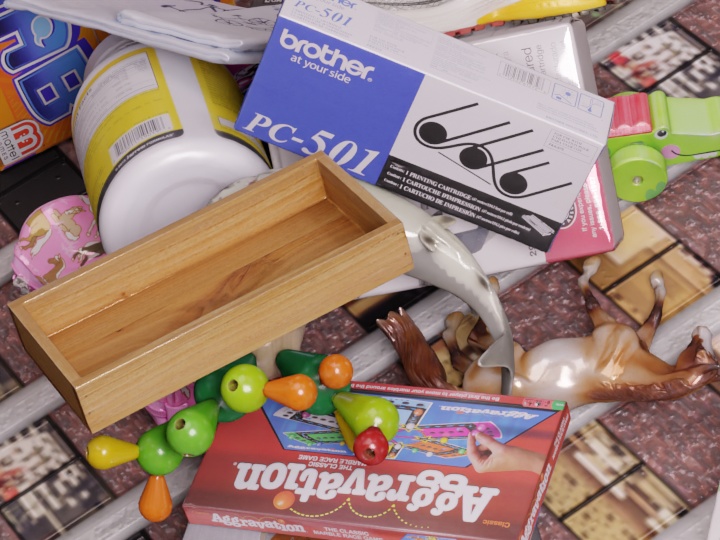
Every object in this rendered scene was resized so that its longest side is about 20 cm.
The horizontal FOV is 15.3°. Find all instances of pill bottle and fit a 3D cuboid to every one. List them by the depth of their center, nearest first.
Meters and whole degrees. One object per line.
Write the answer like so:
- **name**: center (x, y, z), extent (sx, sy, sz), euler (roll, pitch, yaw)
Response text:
- **pill bottle**: center (-0.120, -0.075, 1.668), extent (0.112, 0.112, 0.200), euler (-20, 33, -2)

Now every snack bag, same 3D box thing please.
- **snack bag**: center (-0.095, -0.160, 1.709), extent (0.200, 0.021, 0.188), euler (17, 16, 36)

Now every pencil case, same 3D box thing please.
- **pencil case**: center (-0.137, 0.030, 1.671), extent (0.087, 0.083, 0.200), euler (-52, 50, 1)

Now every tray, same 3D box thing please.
- **tray**: center (-0.081, 0.010, 1.462), extent (0.200, 0.037, 0.099), euler (-26, 36, -16)

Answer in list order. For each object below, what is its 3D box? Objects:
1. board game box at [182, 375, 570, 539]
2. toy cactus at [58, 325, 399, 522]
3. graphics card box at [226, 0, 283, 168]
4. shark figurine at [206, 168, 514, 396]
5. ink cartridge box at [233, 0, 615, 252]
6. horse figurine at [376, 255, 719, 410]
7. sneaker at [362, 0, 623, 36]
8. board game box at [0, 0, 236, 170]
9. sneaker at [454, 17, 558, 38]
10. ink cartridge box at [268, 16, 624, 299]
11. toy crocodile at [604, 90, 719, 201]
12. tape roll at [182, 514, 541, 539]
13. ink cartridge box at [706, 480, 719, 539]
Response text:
- **board game box**: center (0.009, 0.107, 1.499), extent (0.200, 0.019, 0.103), euler (4, 49, 22)
- **toy cactus**: center (-0.063, 0.065, 1.504), extent (0.200, 0.102, 0.165), euler (-2, 27, 21)
- **graphics card box**: center (-0.035, -0.110, 1.796), extent (0.125, 0.051, 0.200), euler (3, 47, 22)
- **shark figurine**: center (0.021, 0.003, 1.579), extent (0.214, 0.090, 0.128), euler (35, 45, 8)
- **ink cartridge box**: center (0.036, -0.089, 1.547), extent (0.200, 0.094, 0.044), euler (22, 43, -4)
- **horse figurine**: center (0.113, 0.049, 1.595), extent (0.200, 0.050, 0.133), euler (-10, 39, 6)
- **sneaker**: center (0.066, -0.194, 1.684), extent (0.200, 0.082, 0.078), euler (-11, 15, -4)
- **board game box**: center (-0.225, -0.235, 1.872), extent (0.200, 0.200, 0.200), euler (-26, 45, -8)
- **sneaker**: center (0.055, -0.169, 1.763), extent (0.080, 0.076, 0.200), euler (-29, 58, -34)
- **ink cartridge box**: center (0.049, -0.066, 1.647), extent (0.200, 0.146, 0.085), euler (-11, 4, 11)
- **toy crocodile**: center (0.136, -0.083, 1.706), extent (0.200, 0.062, 0.068), euler (-6, 46, 12)
- **tape roll**: center (0.002, 0.165, 1.505), extent (0.200, 0.066, 0.200), euler (-9, 44, 9)
- **ink cartridge box**: center (0.293, 0.140, 1.433), extent (0.200, 0.067, 0.117), euler (2, 47, 20)
